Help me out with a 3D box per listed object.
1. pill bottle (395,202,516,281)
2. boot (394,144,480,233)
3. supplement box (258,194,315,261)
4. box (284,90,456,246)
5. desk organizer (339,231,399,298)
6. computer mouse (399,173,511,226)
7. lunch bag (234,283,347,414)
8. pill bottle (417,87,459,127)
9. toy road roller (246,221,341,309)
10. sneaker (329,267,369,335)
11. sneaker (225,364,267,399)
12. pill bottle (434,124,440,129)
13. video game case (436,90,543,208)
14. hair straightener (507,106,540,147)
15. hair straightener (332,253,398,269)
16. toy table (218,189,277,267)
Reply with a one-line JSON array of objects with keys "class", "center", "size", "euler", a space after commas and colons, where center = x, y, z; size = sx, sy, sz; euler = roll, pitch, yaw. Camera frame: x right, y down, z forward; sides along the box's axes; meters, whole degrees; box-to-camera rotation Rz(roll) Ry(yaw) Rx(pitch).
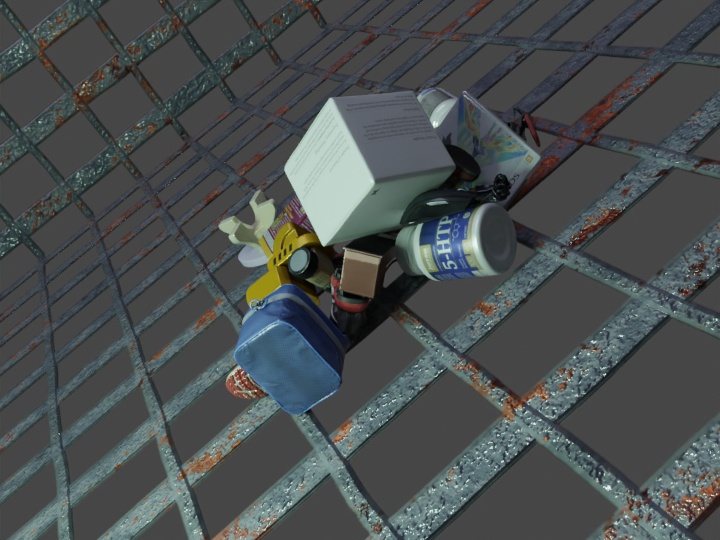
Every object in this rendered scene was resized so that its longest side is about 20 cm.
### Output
[{"class": "pill bottle", "center": [0.161, -0.044, 1.476], "size": [0.198, 0.120, 0.120], "euler": [-8, 38, 44]}, {"class": "boot", "center": [0.120, -0.137, 1.565], "size": [0.186, 0.203, 0.068], "euler": [23, 29, 21]}, {"class": "supplement box", "center": [-0.119, -0.091, 1.867], "size": [0.201, 0.103, 0.131], "euler": [-49, 25, 6]}, {"class": "box", "center": [0.014, -0.178, 1.466], "size": [0.197, 0.173, 0.200], "euler": [-14, -23, -39]}, {"class": "desk organizer", "center": [0.023, -0.018, 1.537], "size": [0.070, 0.079, 0.200], "euler": [13, 16, 12]}, {"class": "computer mouse", "center": [0.162, -0.130, 1.447], "size": [0.197, 0.047, 0.140], "euler": [-14, 12, 22]}, {"class": "lunch bag", "center": [-0.122, 0.125, 1.462], "size": [0.135, 0.201, 0.133], "euler": [-31, 24, 21]}, {"class": "pill bottle", "center": [0.195, -0.338, 1.909], "size": [0.113, 0.114, 0.200], "euler": [-35, 26, 2]}, {"class": "toy road roller", "center": [-0.137, 0.000, 1.692], "size": [0.199, 0.122, 0.148], "euler": [-38, 52, 20]}, {"class": "sneaker", "center": [-0.023, 0.059, 1.567], "size": [0.069, 0.100, 0.201], "euler": [7, 17, -5]}, {"class": "sneaker", "center": [-0.166, 0.169, 1.598], "size": [0.198, 0.079, 0.082], "euler": [-32, 21, -11]}, {"class": "pill bottle", "center": [0.221, -0.238, 1.720], "size": [0.111, 0.112, 0.199], "euler": [-43, 27, -14]}, {"class": "video game case", "center": [0.208, -0.196, 1.555], "size": [0.183, 0.200, 0.022], "euler": [-54, -24, 21]}, {"class": "hair straightener", "center": [0.323, -0.291, 1.759], "size": [0.076, 0.041, 0.201], "euler": [-27, 28, 18]}, {"class": "hair straightener", "center": [0.000, 0.000, 1.694], "size": [0.197, 0.041, 0.078], "euler": [-9, 63, 34]}, {"class": "toy table", "center": [-0.245, -0.100, 2.061], "size": [0.198, 0.118, 0.185], "euler": [-25, 29, 24]}]
